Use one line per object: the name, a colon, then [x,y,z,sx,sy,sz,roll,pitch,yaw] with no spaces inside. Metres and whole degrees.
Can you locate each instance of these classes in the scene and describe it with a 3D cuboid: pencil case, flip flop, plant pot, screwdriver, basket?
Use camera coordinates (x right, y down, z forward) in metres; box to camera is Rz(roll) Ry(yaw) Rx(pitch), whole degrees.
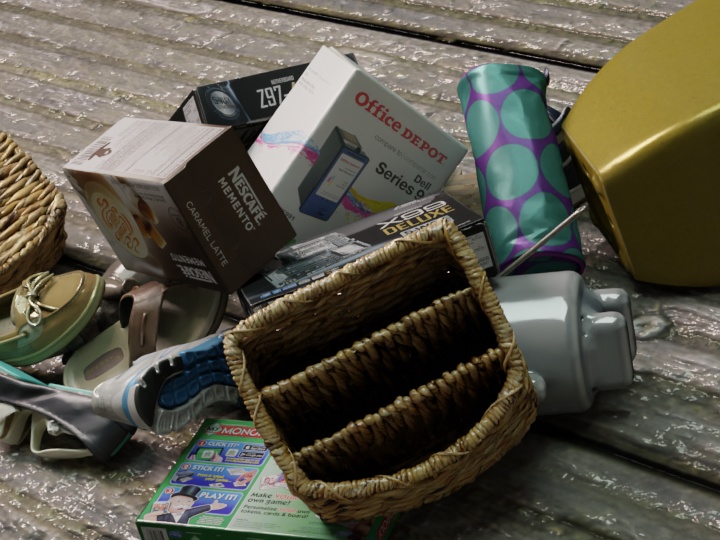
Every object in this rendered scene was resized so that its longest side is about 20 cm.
pencil case: [0.142,-0.083,1.700,0.084,0.092,0.201,-12,67,7]
flip flop: [-0.191,0.048,1.673,0.199,0.057,0.081,-33,50,22]
plant pot: [0.292,-0.100,1.681,0.199,0.195,0.196,-24,31,0]
screwdriver: [0.118,0.010,1.632,0.200,0.029,0.028,-35,11,21]
basket: [-0.392,-0.011,1.910,0.200,0.149,0.143,-35,70,-31]
basket: [0.021,0.086,1.413,0.199,0.149,0.143,-26,59,0]

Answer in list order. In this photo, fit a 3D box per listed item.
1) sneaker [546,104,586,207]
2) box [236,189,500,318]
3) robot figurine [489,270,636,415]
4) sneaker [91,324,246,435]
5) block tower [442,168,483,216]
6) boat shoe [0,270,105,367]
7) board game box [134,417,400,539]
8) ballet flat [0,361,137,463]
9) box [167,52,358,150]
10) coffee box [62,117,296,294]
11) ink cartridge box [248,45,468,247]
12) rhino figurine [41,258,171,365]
sneaker: [0.206,-0.133,1.836,0.070,0.109,0.200,19,43,41]
box: [0.000,0.000,1.571,0.199,0.050,0.158,-20,14,-5]
robot figurine: [0.120,0.062,1.550,0.199,0.114,0.170,-5,22,15]
sneaker: [-0.145,0.088,1.618,0.086,0.076,0.199,-4,5,38]
block tower: [0.097,-0.022,1.753,0.057,0.054,0.200,-6,32,11]
boat shoe: [-0.318,0.045,1.739,0.200,0.063,0.074,-22,39,30]
board game box: [-0.060,0.173,1.525,0.199,0.029,0.135,2,33,25]
ballet flat: [-0.280,0.122,1.662,0.199,0.073,0.073,15,41,31]
box: [-0.100,-0.139,1.808,0.159,0.044,0.200,-15,-6,-20]
coffee box: [-0.154,-0.057,1.612,0.080,0.115,0.200,-41,26,-22]
ink cartridge box: [-0.024,-0.075,1.712,0.201,0.145,0.087,-55,32,3]
rhino figurine: [-0.225,0.029,1.791,0.087,0.060,0.200,-9,26,48]
